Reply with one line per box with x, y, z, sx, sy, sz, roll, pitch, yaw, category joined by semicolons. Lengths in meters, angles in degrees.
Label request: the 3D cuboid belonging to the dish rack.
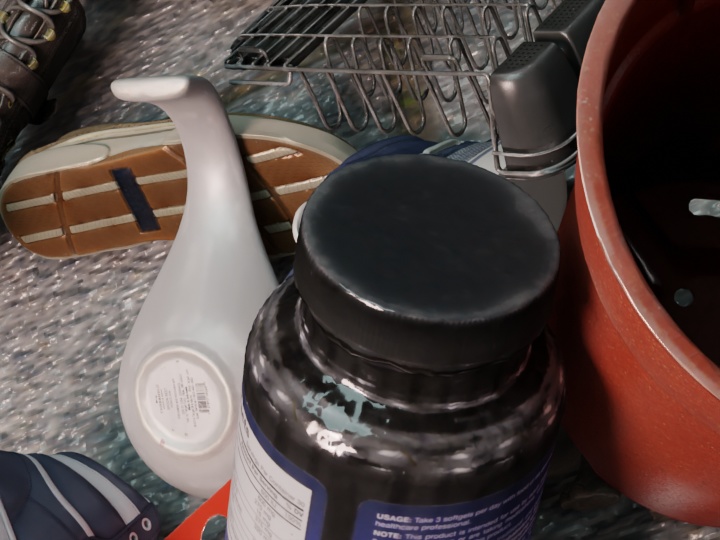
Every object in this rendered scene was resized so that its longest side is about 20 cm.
0.042;-0.111;0.864;0.199;0.055;0.153;8;40;40;dish rack

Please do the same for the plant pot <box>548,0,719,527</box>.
0.150;-0.002;0.659;0.200;0.195;0.202;3;70;-7;plant pot

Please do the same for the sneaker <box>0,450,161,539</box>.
-0.127;0.165;0.834;0.070;0.108;0.200;-38;67;30;sneaker

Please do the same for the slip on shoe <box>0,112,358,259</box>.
-0.083;-0.046;0.936;0.199;0.076;0.061;-7;31;26;slip on shoe

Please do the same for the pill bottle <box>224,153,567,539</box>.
0.011;0.064;0.665;0.111;0.200;0.112;6;40;-5;pill bottle

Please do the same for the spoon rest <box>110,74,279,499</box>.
-0.072;0.008;0.867;0.099;0.061;0.201;0;103;24;spoon rest

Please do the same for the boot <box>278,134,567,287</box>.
0.000;0.000;0.814;0.090;0.073;0.200;9;30;39;boot

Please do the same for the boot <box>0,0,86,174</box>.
-0.199;-0.078;0.957;0.069;0.200;0.175;29;88;-4;boot

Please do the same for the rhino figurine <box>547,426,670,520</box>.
0.045;0.074;0.798;0.199;0.060;0.088;-17;60;30;rhino figurine

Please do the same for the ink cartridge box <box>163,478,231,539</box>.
-0.053;0.179;0.787;0.163;0.057;0.200;-43;55;27;ink cartridge box
